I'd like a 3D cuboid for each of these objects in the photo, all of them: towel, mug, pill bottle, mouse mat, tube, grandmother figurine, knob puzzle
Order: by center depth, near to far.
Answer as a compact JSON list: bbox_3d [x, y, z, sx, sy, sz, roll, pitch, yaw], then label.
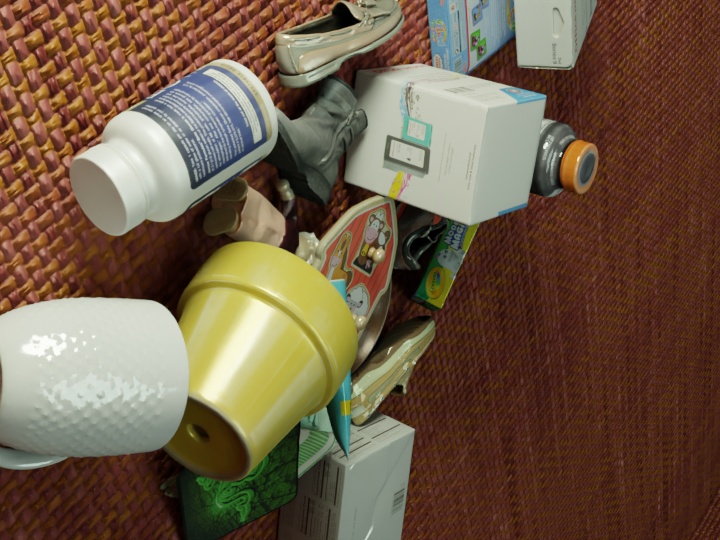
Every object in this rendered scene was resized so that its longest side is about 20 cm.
[{"bbox_3d":[-0.285,0.118,1.047,0.174,0.149,0.201,3,133,-44],"label":"mug"},{"bbox_3d":[-0.182,-0.118,1.085,0.200,0.110,0.113,-39,135,-38],"label":"pill bottle"},{"bbox_3d":[-0.103,-0.046,1.285,0.200,0.060,0.123,39,73,-58],"label":"grandmother figurine"},{"bbox_3d":[-0.031,0.113,1.292,0.077,0.049,0.204,-154,-122,-88],"label":"tube"},{"bbox_3d":[-0.142,0.258,1.326,0.159,0.008,0.202,-24,144,-22],"label":"mouse mat"},{"bbox_3d":[-0.129,0.233,1.347,0.152,0.024,0.199,-41,149,18],"label":"towel"},{"bbox_3d":[0.000,0.000,1.391,0.219,0.030,0.223,-38,141,-40],"label":"knob puzzle"},{"bbox_3d":[0.236,-0.167,1.578,0.106,0.198,0.108,-29,129,-43],"label":"pill bottle"}]

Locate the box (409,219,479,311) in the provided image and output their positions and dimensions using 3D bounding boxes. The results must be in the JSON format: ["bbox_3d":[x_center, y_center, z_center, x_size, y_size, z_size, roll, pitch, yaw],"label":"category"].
[{"bbox_3d":[0.132,-0.044,1.574,0.202,0.048,0.117,-64,180,-5],"label":"box"}]

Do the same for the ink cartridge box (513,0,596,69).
[{"bbox_3d":[0.278,-0.399,1.578,0.201,0.086,0.147,-66,153,-46],"label":"ink cartridge box"}]

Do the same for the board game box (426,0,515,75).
[{"bbox_3d":[0.162,-0.366,1.521,0.200,0.036,0.153,-40,136,-37],"label":"board game box"}]

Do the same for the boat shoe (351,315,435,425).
[{"bbox_3d":[0.042,0.141,1.554,0.199,0.071,0.077,-38,105,-31],"label":"boat shoe"}]

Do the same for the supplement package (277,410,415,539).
[{"bbox_3d":[-0.022,0.310,1.525,0.155,0.110,0.204,-18,121,-49],"label":"supplement package"}]

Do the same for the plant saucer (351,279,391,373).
[{"bbox_3d":[-0.030,0.049,1.454,0.199,0.034,0.203,-31,130,-43],"label":"plant saucer"}]

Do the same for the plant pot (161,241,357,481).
[{"bbox_3d":[-0.127,0.107,1.167,0.190,0.198,0.203,-56,145,-41],"label":"plant pot"}]

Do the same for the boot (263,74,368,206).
[{"bbox_3d":[-0.062,-0.174,1.280,0.133,0.069,0.200,-64,157,-12],"label":"boot"}]

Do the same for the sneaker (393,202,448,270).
[{"bbox_3d":[0.097,-0.083,1.526,0.202,0.081,0.077,-63,145,-11],"label":"sneaker"}]

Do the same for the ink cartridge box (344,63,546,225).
[{"bbox_3d":[0.103,-0.164,1.390,0.146,0.198,0.149,-18,122,-49],"label":"ink cartridge box"}]

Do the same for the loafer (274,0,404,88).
[{"bbox_3d":[-0.021,-0.278,1.278,0.199,0.071,0.064,-39,128,-34],"label":"loafer"}]

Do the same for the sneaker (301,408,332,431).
[{"bbox_3d":[-0.061,0.159,1.382,0.117,0.075,0.200,-31,151,20],"label":"sneaker"}]
